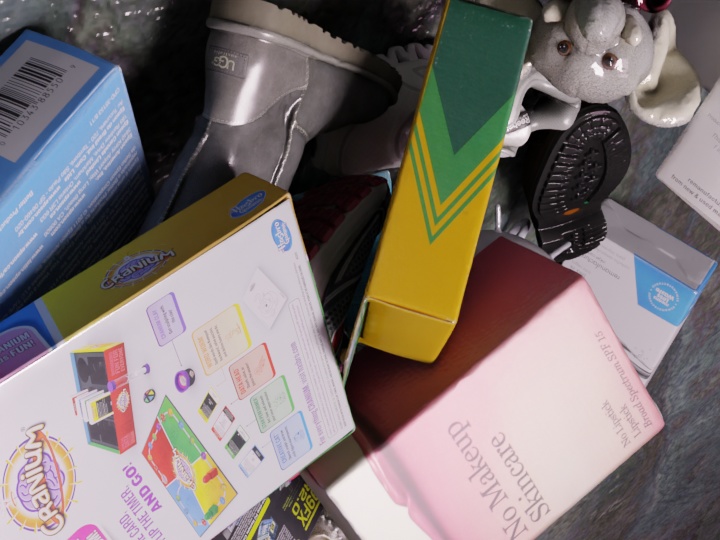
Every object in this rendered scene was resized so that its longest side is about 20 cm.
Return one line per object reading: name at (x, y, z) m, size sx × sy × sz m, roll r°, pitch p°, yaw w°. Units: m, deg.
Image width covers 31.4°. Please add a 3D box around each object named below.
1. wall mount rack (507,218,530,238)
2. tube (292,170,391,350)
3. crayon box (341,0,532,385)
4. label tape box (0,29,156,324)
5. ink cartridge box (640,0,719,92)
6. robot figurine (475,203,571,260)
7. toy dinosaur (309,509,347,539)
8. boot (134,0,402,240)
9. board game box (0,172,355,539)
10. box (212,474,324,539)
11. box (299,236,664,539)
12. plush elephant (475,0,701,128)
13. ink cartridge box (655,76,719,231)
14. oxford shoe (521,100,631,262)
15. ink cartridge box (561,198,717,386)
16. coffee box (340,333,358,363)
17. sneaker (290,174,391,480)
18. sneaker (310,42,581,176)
wall mount rack at (0.095, 0.051, 1.062) m, size 0.200 × 0.074 × 0.174 m, roll -49°, pitch -178°, yaw 10°
tube at (0.000, 0.000, 0.902) m, size 0.077 × 0.051 × 0.201 m, roll -18°, pitch 146°, yaw 1°
crayon box at (0.040, -0.029, 0.704) m, size 0.126 × 0.051 × 0.202 m, roll 100°, pitch 6°, yaw -77°
label tape box at (-0.164, 0.004, 0.648) m, size 0.144 × 0.065 × 0.201 m, roll -57°, pitch 160°, yaw -31°
ink cartridge box at (0.276, -0.196, 0.897) m, size 0.147 × 0.146 × 0.199 m, roll -54°, pitch 149°, yaw 16°
robot figurine at (0.080, 0.057, 0.913) m, size 0.169 × 0.113 × 0.202 m, roll 24°, pitch 94°, yaw -40°
toy dinosaur at (-0.012, 0.186, 1.060) m, size 0.199 × 0.102 × 0.077 m, roll -27°, pitch 146°, yaw -25°
boot at (-0.058, -0.033, 0.697) m, size 0.181 × 0.072 × 0.203 m, roll 10°, pitch 94°, yaw -57°
board game box at (-0.102, 0.068, 0.612) m, size 0.199 × 0.040 × 0.154 m, roll -34°, pitch 129°, yaw -27°
box at (-0.095, 0.150, 0.787) m, size 0.201 × 0.044 × 0.161 m, roll -62°, pitch 139°, yaw -33°
box at (0.066, 0.096, 0.794) m, size 0.199 × 0.109 × 0.128 m, roll -39°, pitch 115°, yaw -9°
plush elephant at (0.139, -0.171, 0.741) m, size 0.200 × 0.162 × 0.157 m, roll 60°, pitch 38°, yaw -76°
ink cartridge box at (0.289, -0.115, 0.778) m, size 0.145 × 0.085 × 0.201 m, roll -4°, pitch 132°, yaw -54°
oxford shoe at (0.149, -0.081, 0.951) m, size 0.072 × 0.085 × 0.200 m, roll -13°, pitch 158°, yaw -6°
ink cartridge box at (0.219, 0.053, 1.149) m, size 0.068 × 0.115 × 0.202 m, roll -39°, pitch 155°, yaw -50°
coffee box at (-0.100, 0.090, 0.894) m, size 0.199 × 0.044 × 0.124 m, roll 3°, pitch 124°, yaw -52°
sneaker at (-0.035, 0.028, 0.757) m, size 0.075 × 0.080 × 0.201 m, roll 41°, pitch 65°, yaw -29°
sneaker at (0.059, -0.102, 0.820) m, size 0.198 × 0.081 × 0.076 m, roll -24°, pitch 146°, yaw -28°
